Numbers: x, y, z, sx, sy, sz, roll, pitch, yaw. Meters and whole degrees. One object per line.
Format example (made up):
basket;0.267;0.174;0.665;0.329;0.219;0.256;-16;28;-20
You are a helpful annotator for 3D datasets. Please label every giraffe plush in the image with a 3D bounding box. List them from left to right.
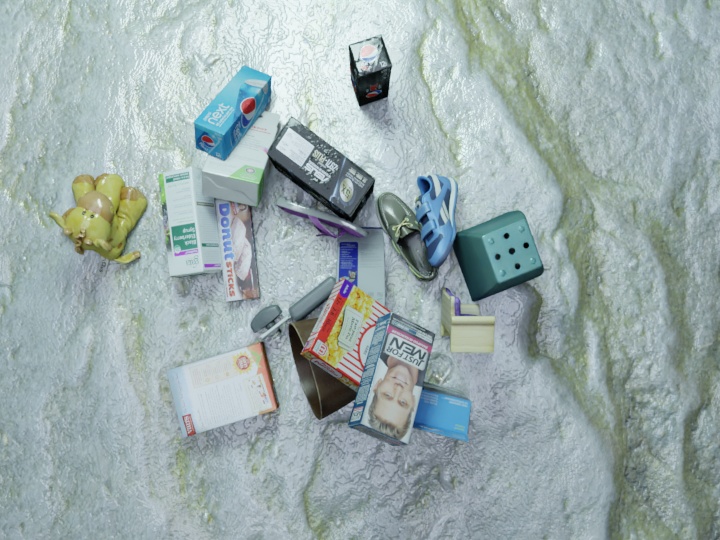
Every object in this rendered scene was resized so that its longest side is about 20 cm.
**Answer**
giraffe plush;-0.514;-0.093;1.441;0.167;0.162;0.207;-1;88;0

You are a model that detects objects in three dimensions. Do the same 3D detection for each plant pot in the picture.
plant pot;-0.019;0.161;1.443;0.195;0.187;0.192;-18;89;-15
plant pot;0.268;-0.030;1.423;0.138;0.200;0.145;-21;89;-1

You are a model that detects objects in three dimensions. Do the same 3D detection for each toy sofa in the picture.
toy sofa;0.201;0.091;1.421;0.080;0.200;0.101;2;94;0

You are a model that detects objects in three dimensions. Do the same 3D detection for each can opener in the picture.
can opener;-0.130;0.073;1.493;0.197;0.053;0.067;-34;88;-1

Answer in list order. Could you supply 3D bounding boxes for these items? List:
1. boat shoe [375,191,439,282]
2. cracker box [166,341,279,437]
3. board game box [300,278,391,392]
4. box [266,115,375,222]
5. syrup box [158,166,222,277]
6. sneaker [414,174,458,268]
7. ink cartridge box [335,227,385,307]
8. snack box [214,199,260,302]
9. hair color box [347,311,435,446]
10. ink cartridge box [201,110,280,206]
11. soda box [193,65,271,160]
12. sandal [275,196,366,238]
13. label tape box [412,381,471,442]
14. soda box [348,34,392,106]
boat shoe;0.095;-0.070;1.493;0.071;0.060;0.205;-30;89;-1
cracker box;-0.271;0.234;1.486;0.194;0.058;0.138;-15;88;-1
board game box;0.009;0.136;1.349;0.198;0.046;0.154;35;64;-16
box;-0.074;-0.188;1.445;0.198;0.164;0.087;36;88;0
syrup box;-0.334;-0.093;1.475;0.077;0.081;0.206;-7;88;19
sneaker;0.140;-0.100;1.457;0.080;0.074;0.205;16;58;-19
ink cartridge box;0.000;0.000;1.470;0.096;0.040;0.204;1;51;1
snack box;-0.247;-0.043;1.510;0.070;0.024;0.206;-6;89;1
hair color box;0.056;0.188;1.297;0.098;0.060;0.205;25;67;-18
ink cartridge box;-0.229;-0.229;1.467;0.114;0.068;0.204;12;51;0
soda box;-0.242;-0.307;1.440;0.066;0.065;0.202;21;52;8
sandal;-0.080;-0.092;1.485;0.198;0.082;0.051;22;90;16
label tape box;0.134;0.256;1.415;0.140;0.200;0.065;14;89;0
soda box;0.017;-0.378;1.431;0.069;0.200;0.065;-18;87;-1
